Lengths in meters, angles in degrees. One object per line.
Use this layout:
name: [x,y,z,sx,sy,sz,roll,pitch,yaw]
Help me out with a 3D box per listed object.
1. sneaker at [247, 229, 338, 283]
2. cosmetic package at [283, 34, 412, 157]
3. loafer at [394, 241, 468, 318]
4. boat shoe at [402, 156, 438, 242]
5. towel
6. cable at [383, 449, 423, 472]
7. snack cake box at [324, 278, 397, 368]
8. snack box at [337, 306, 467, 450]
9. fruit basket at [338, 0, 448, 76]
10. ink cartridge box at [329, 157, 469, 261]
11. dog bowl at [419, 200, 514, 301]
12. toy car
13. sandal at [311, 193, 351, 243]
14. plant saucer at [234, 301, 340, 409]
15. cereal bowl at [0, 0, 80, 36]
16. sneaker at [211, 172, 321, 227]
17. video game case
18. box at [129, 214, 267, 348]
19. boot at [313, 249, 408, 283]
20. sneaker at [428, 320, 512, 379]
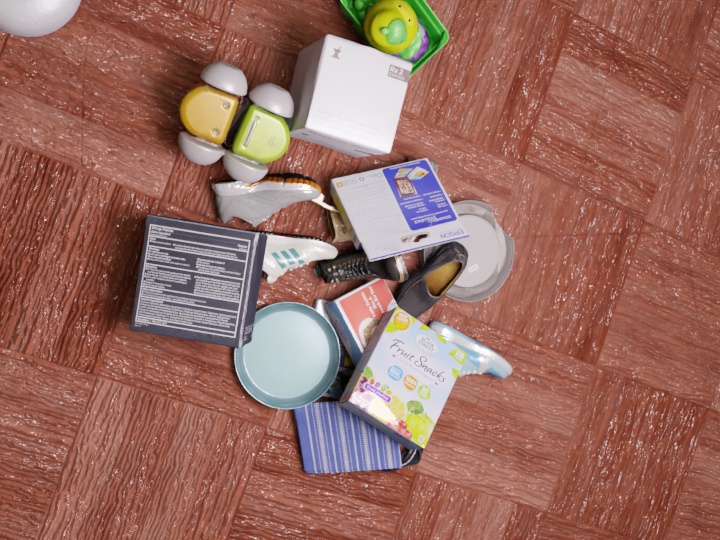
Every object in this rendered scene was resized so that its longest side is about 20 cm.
sneaker: [-0.142,-0.021,1.653,0.198,0.070,0.094,6,95,-15]
cosmetic package: [-0.031,-0.307,1.595,0.164,0.200,0.166,14,91,-18]
loafer: [0.129,0.031,1.698,0.073,0.072,0.200,35,108,-11]
boat shoe: [0.090,-0.129,1.716,0.071,0.076,0.201,21,68,-11]
towel: [-0.025,0.313,1.687,0.198,0.024,0.146,-5,104,14]
cable: [0.057,0.301,1.743,0.163,0.051,0.200,-43,105,-13]
snack cake box: [0.031,0.127,1.685,0.114,0.067,0.201,-27,89,-24]
snack box: [0.079,0.196,1.616,0.168,0.068,0.201,33,66,-12]
fruit basket: [0.060,-0.458,1.618,0.155,0.215,0.216,-44,106,-11]
ink cartridge box: [0.068,-0.104,1.614,0.196,0.047,0.201,-13,58,-16]
dog bowl: [0.207,-0.040,1.777,0.198,0.059,0.202,-2,95,-18]
toy car: [-0.220,-0.265,1.564,0.199,0.150,0.176,21,105,-15]
sandal: [-0.047,-0.088,1.680,0.211,0.078,0.070,30,89,-11]
plant saucer: [-0.138,0.159,1.674,0.198,0.027,0.202,0,92,-9]
cereal bowl: [-0.556,-0.493,1.461,0.198,0.083,0.202,-1,94,-18]
sneaker: [-0.169,-0.126,1.622,0.198,0.076,0.093,0,109,5]
video game case: [-0.014,0.162,1.736,0.198,0.023,0.184,12,90,-21]
box: [-0.277,0.017,1.550,0.198,0.123,0.200,10,92,2]
boot: [0.000,0.000,1.635,0.137,0.200,0.078,-17,97,-13]
sneaker: [0.200,0.200,1.785,0.199,0.080,0.131,29,83,-9]
